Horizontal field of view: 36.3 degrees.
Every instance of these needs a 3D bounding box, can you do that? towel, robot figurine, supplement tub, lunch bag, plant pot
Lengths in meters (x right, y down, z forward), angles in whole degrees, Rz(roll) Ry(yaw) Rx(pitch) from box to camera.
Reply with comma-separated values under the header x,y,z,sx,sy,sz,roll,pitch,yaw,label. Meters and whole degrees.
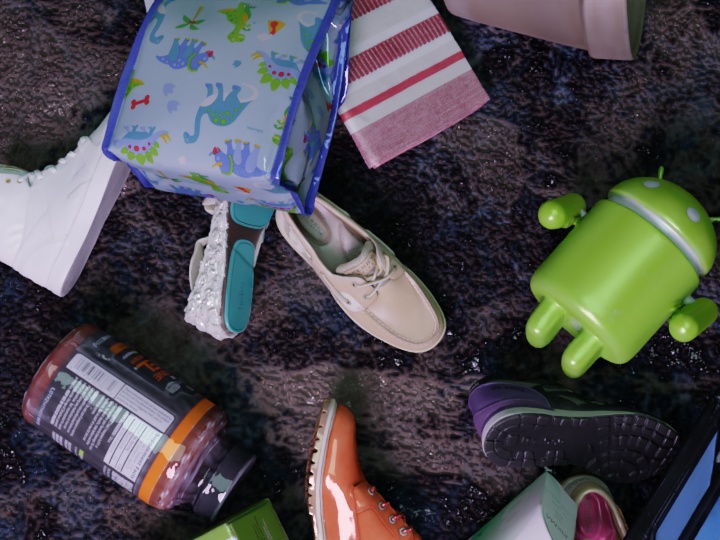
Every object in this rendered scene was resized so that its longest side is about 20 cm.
x,y,z,sx,sy,sz,roll,pitch,yaw,label
0.016,-0.211,1.029,0.144,0.023,0.200,-31,90,-22,towel
0.234,0.001,0.983,0.175,0.116,0.200,42,86,18,robot figurine
-0.194,0.141,0.985,0.200,0.107,0.107,33,85,4,supplement tub
-0.107,-0.164,0.955,0.169,0.127,0.201,10,79,14,lunch bag
0.168,-0.294,1.000,0.173,0.200,0.201,5,83,20,plant pot

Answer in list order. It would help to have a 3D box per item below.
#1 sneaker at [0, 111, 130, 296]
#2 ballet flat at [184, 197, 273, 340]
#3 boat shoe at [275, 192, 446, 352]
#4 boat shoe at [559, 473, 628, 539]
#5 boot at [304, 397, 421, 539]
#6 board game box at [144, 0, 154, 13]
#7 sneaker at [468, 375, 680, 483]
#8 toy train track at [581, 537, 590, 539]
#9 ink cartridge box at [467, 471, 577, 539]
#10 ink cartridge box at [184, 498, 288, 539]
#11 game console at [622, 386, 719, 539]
x,y,z,sx,sy,sz,roll,pitch,yaw,label
-0.286,-0.090,1.032,0.115,0.074,0.201,26,86,2,sneaker
-0.126,-0.036,1.027,0.071,0.072,0.201,12,82,3,ballet flat
0.000,0.000,1.011,0.072,0.065,0.200,-45,91,-5,boat shoe
0.213,0.283,0.972,0.073,0.069,0.201,-13,83,1,boat shoe
0.001,0.214,0.991,0.107,0.075,0.201,-2,91,-1,boot
-0.103,-0.243,1.060,0.199,0.041,0.201,-13,83,0,board game box
0.193,0.130,0.990,0.199,0.088,0.076,12,118,-20,sneaker
0.182,0.311,0.931,0.032,0.115,0.201,-15,122,-14,toy train track
0.101,0.263,0.891,0.050,0.200,0.161,46,108,3,ink cartridge box
-0.106,0.324,0.948,0.148,0.076,0.201,-30,83,25,ink cartridge box
0.307,0.232,0.923,0.116,0.176,0.200,24,56,29,game console
